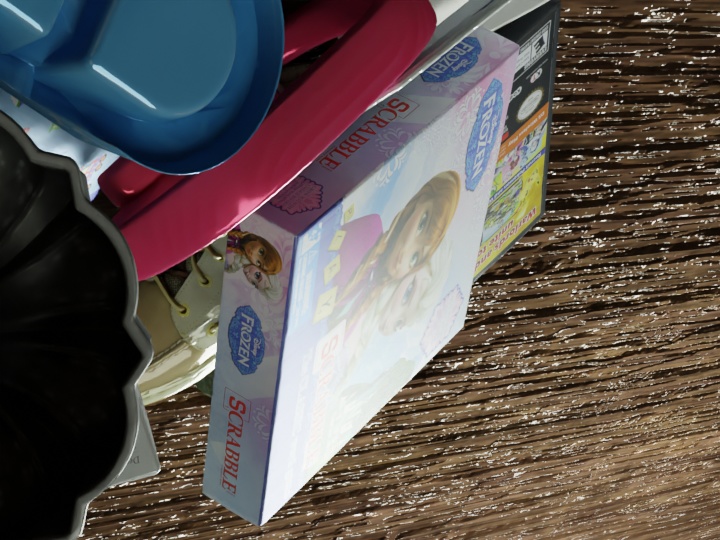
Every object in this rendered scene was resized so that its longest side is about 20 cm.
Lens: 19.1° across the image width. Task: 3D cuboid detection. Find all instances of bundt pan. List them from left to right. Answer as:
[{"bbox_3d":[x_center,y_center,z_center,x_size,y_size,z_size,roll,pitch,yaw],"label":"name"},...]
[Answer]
[{"bbox_3d":[-0.173,0.026,0.846,0.202,0.202,0.076,-38,179,9],"label":"bundt pan"}]

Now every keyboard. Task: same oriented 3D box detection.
[{"bbox_3d":[0.058,-0.125,1.034,0.056,0.011,0.200,-20,-163,48],"label":"keyboard"}]

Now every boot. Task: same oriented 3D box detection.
[{"bbox_3d":[-0.087,-0.018,1.152,0.200,0.072,0.155,-34,153,-10],"label":"boot"}]

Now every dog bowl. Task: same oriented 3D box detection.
[{"bbox_3d":[-0.117,-0.115,0.857,0.200,0.050,0.112,34,70,-39],"label":"dog bowl"}]

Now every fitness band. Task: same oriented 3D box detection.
[{"bbox_3d":[-0.047,-0.068,0.985,0.200,0.037,0.143,-47,-160,-28],"label":"fitness band"}]

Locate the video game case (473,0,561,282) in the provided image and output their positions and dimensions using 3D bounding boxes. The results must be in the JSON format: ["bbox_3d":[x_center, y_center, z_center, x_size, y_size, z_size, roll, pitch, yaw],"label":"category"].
[{"bbox_3d":[0.040,-0.040,1.215,0.200,0.025,0.181,-42,151,-28],"label":"video game case"}]

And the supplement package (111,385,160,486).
[{"bbox_3d":[-0.202,0.066,0.972,0.199,0.111,0.156,-18,-178,-6],"label":"supplement package"}]

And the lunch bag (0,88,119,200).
[{"bbox_3d":[-0.155,-0.079,0.971,0.200,0.094,0.151,-12,144,-43],"label":"lunch bag"}]

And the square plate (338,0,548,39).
[{"bbox_3d":[0.065,-0.187,1.082,0.200,0.028,0.198,-29,155,-7],"label":"square plate"}]

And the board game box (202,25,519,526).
[{"bbox_3d":[0.000,0.000,1.089,0.199,0.041,0.200,-43,152,-41],"label":"board game box"}]

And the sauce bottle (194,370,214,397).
[{"bbox_3d":[-0.014,0.019,1.289,0.200,0.065,0.065,-21,150,-32],"label":"sauce bottle"}]
